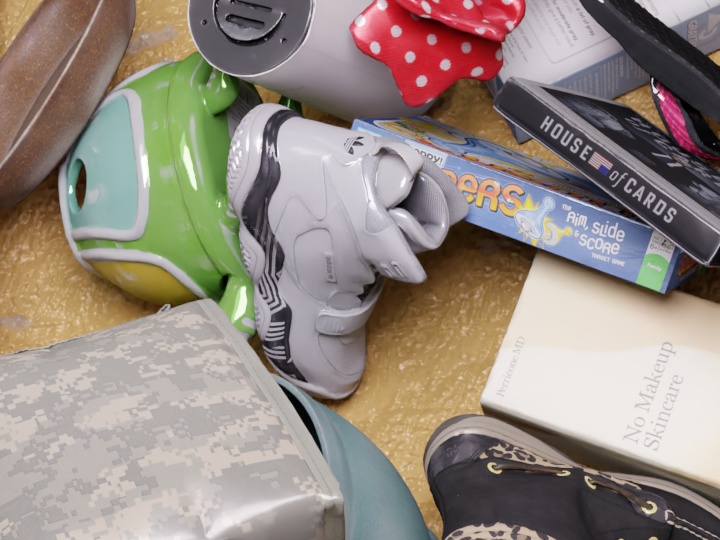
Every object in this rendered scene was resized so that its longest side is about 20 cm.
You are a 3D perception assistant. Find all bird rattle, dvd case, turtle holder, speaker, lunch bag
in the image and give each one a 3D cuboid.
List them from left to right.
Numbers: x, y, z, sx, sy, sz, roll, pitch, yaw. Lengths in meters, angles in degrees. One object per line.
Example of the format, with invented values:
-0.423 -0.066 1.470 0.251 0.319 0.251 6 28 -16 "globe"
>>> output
-0.115 0.102 1.026 0.163 0.118 0.200 -14 40 -16 "lunch bag"
-0.101 -0.031 1.289 0.131 0.141 0.186 -16 95 20 "turtle holder"
-0.022 -0.135 1.270 0.081 0.200 0.082 -3 84 24 "speaker"
0.054 -0.198 1.236 0.163 0.113 0.200 44 73 11 "bird rattle"
0.171 -0.052 1.224 0.150 0.200 0.025 38 106 21 "dvd case"

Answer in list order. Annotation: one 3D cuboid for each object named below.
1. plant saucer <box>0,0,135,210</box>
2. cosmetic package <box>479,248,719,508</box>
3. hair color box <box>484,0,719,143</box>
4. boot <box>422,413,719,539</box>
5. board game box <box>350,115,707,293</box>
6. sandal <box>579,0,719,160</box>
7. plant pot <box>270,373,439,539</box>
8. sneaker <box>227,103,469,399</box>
-0.191 -0.109 1.319 0.037 0.200 0.201 32 69 -20 "plant saucer"
0.178 0.070 1.224 0.199 0.071 0.106 17 76 15 "cosmetic package"
0.164 -0.171 1.347 0.199 0.061 0.099 -26 65 -4 "hair color box"
0.122 0.156 1.135 0.199 0.151 0.073 27 110 -5 "boot"
0.101 -0.041 1.257 0.199 0.135 0.035 21 101 15 "board game box"
0.191 -0.103 1.283 0.200 0.075 0.045 38 111 -14 "sandal"
-0.036 0.170 1.154 0.200 0.134 0.201 -28 49 38 "plant pot"
0.000 0.000 1.209 0.114 0.201 0.075 9 43 27 "sneaker"
